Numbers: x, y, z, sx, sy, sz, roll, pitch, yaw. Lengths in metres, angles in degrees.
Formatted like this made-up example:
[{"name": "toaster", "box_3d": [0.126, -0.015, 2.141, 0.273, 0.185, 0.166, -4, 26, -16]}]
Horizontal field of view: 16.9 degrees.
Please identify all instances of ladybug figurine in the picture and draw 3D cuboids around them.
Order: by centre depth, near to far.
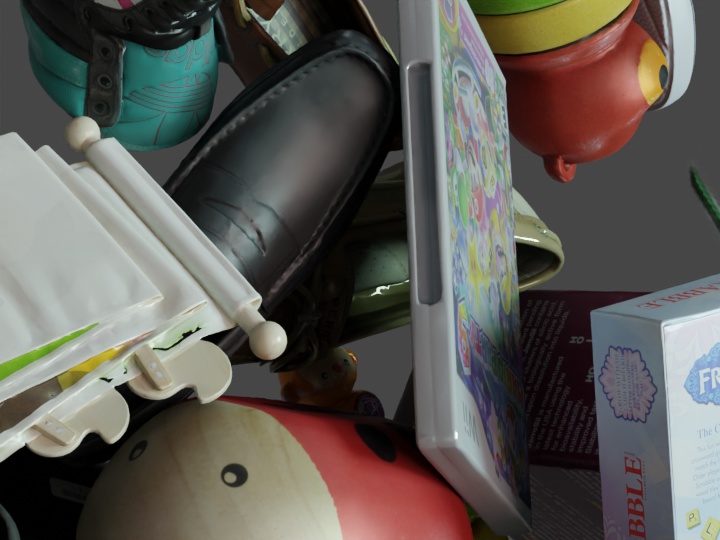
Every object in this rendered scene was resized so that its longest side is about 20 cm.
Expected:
[{"name": "ladybug figurine", "box_3d": [-0.025, 0.088, 0.915, 0.200, 0.135, 0.073, 12, 88, -64]}]

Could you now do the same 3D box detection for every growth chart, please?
[{"name": "growth chart", "box_3d": [-0.136, 0.013, 0.836, 0.199, 0.145, 0.018, -19, 148, -28]}]

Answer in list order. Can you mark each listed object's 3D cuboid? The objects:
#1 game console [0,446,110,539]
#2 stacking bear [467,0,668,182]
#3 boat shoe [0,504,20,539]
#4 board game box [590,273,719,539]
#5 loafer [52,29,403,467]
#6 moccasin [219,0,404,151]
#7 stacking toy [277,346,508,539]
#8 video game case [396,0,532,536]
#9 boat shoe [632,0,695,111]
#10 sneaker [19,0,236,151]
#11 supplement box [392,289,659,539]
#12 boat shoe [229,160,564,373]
[{"name": "game console", "box_3d": [-0.130, 0.171, 0.938, 0.199, 0.116, 0.177, 22, 44, -43]}, {"name": "stacking bear", "box_3d": [0.084, -0.139, 1.095, 0.122, 0.113, 0.201, -65, 143, -49]}, {"name": "boat shoe", "box_3d": [-0.211, 0.096, 0.790, 0.200, 0.063, 0.074, 3, 57, -24]}, {"name": "board game box", "box_3d": [0.179, 0.094, 0.952, 0.199, 0.041, 0.201, -13, 105, -38]}, {"name": "loafer", "box_3d": [-0.054, -0.005, 0.917, 0.068, 0.070, 0.201, 40, 96, -6]}, {"name": "moccasin", "box_3d": [-0.040, -0.125, 0.989, 0.074, 0.077, 0.202, -48, 121, -34]}, {"name": "stacking toy", "box_3d": [0.018, 0.116, 1.045, 0.116, 0.109, 0.201, -28, 94, -39]}, {"name": "video game case", "box_3d": [0.041, -0.010, 0.949, 0.143, 0.018, 0.202, 52, 33, -66]}, {"name": "boat shoe", "box_3d": [0.126, -0.178, 1.163, 0.062, 0.072, 0.201, -28, 106, -39]}, {"name": "sneaker", "box_3d": [-0.066, -0.100, 0.893, 0.083, 0.199, 0.122, -27, 124, -33]}, {"name": "supplement box", "box_3d": [0.124, 0.070, 1.065, 0.110, 0.199, 0.086, 38, 66, -37]}, {"name": "boat shoe", "box_3d": [0.000, 0.002, 1.018, 0.200, 0.063, 0.074, -15, 134, -42]}]
